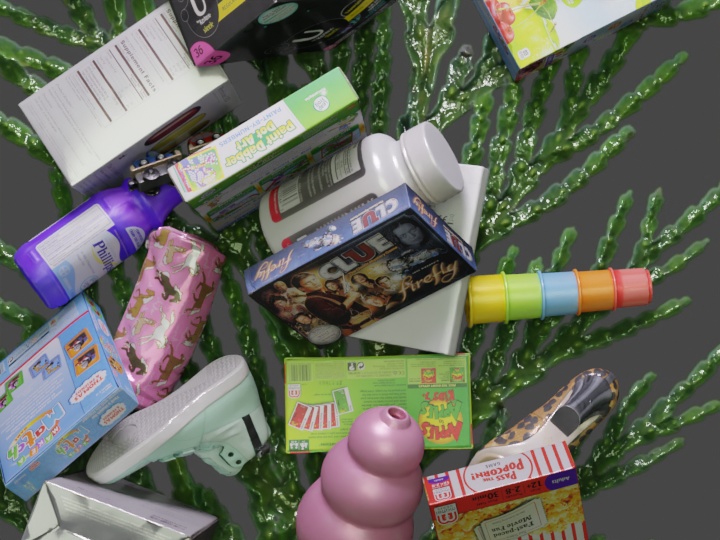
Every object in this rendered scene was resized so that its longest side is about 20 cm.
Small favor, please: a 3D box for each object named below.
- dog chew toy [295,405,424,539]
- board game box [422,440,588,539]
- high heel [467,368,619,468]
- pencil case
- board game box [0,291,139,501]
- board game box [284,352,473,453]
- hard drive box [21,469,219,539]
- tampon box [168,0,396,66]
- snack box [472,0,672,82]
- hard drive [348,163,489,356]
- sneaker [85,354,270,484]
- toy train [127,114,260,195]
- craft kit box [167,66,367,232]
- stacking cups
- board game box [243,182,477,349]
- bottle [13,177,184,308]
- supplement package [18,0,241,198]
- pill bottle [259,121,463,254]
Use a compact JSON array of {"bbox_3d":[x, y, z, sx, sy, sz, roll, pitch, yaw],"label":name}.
[{"bbox_3d":[0.008,0.224,1.411,0.124,0.125,0.201,20,119,3],"label":"dog chew toy"},{"bbox_3d":[0.157,0.281,1.414,0.151,0.046,0.201,-15,121,1],"label":"board game box"},{"bbox_3d":[0.194,0.183,1.478,0.071,0.142,0.200,50,123,8],"label":"high heel"},{"bbox_3d":[-0.216,0.055,1.481,0.083,0.086,0.201,23,85,-39],"label":"pencil case"},{"bbox_3d":[-0.316,0.125,1.428,0.151,0.200,0.037,-40,124,2],"label":"board game box"},{"bbox_3d":[0.019,0.142,1.482,0.199,0.048,0.102,-2,86,2],"label":"board game box"},{"bbox_3d":[-0.240,0.268,1.404,0.155,0.200,0.077,21,87,4],"label":"hard drive box"},{"bbox_3d":[-0.080,-0.306,1.428,0.199,0.150,0.127,-17,83,-43],"label":"tampon box"},{"bbox_3d":[0.221,-0.329,1.506,0.199,0.068,0.169,-27,84,-2],"label":"snack box"},{"bbox_3d":[0.059,-0.018,1.480,0.131,0.027,0.201,9,85,29],"label":"hard drive"},{"bbox_3d":[-0.181,0.190,1.443,0.200,0.074,0.119,-33,118,-19],"label":"sneaker"},{"bbox_3d":[-0.163,-0.130,1.487,0.199,0.034,0.046,-23,55,-23],"label":"toy train"},{"bbox_3d":[-0.090,-0.120,1.433,0.199,0.198,0.049,-31,85,-2],"label":"craft kit box"},{"bbox_3d":[0.212,0.023,1.487,0.199,0.061,0.061,-5,85,-4],"label":"stacking cups"},{"bbox_3d":[0.000,0.000,1.414,0.199,0.135,0.035,-28,48,22],"label":"board game box"},{"bbox_3d":[-0.274,-0.044,1.488,0.200,0.084,0.065,-37,65,-14],"label":"bottle"},{"bbox_3d":[-0.244,-0.180,1.485,0.200,0.114,0.110,-35,84,-1],"label":"supplement package"},{"bbox_3d":[0.003,-0.074,1.441,0.199,0.111,0.111,-27,84,20],"label":"pill bottle"}]
